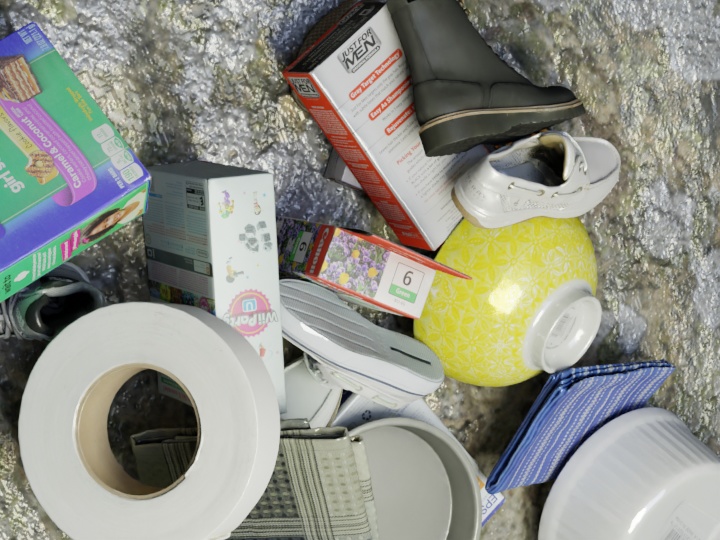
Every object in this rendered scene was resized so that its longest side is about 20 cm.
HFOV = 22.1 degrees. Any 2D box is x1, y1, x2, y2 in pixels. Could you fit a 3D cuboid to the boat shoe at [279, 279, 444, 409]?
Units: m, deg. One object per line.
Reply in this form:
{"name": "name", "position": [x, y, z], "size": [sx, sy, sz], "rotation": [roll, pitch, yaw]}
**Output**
{"name": "boat shoe", "position": [-0.016, 0.076, 1.603], "size": [0.199, 0.074, 0.067], "rotation": [29, 121, -32]}

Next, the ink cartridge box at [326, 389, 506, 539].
{"name": "ink cartridge box", "position": [0.010, 0.215, 1.712], "size": [0.200, 0.041, 0.200], "rotation": [-46, 115, -14]}

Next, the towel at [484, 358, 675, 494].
{"name": "towel", "position": [0.209, 0.148, 1.743], "size": [0.199, 0.024, 0.146], "rotation": [-2, 130, -50]}

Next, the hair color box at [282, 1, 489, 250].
{"name": "hair color box", "position": [0.032, -0.126, 1.624], "size": [0.101, 0.061, 0.201], "rotation": [-42, 114, -17]}

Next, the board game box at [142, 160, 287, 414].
{"name": "board game box", "position": [-0.125, 0.014, 1.558], "size": [0.064, 0.147, 0.202], "rotation": [-7, 101, -27]}

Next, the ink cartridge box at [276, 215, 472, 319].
{"name": "ink cartridge box", "position": [0.000, 0.000, 1.589], "size": [0.108, 0.200, 0.051], "rotation": [23, 85, -27]}

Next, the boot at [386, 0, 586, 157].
{"name": "boot", "position": [0.113, -0.182, 1.608], "size": [0.199, 0.077, 0.140], "rotation": [-12, 83, -51]}

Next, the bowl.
{"name": "bowl", "position": [0.155, 0.032, 1.678], "size": [0.199, 0.107, 0.202], "rotation": [-30, 138, -31]}

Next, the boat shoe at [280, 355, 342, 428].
{"name": "boat shoe", "position": [-0.088, 0.147, 1.624], "size": [0.075, 0.069, 0.200], "rotation": [37, 76, 18]}

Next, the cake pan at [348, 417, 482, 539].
{"name": "cake pan", "position": [0.017, 0.229, 1.673], "size": [0.198, 0.037, 0.203], "rotation": [-5, 100, -26]}

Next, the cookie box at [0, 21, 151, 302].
{"name": "cookie box", "position": [-0.294, -0.072, 1.458], "size": [0.199, 0.075, 0.172], "rotation": [-34, 76, -19]}

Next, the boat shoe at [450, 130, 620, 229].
{"name": "boat shoe", "position": [0.169, -0.089, 1.624], "size": [0.199, 0.070, 0.071], "rotation": [-19, 63, -42]}

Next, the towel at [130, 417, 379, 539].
{"name": "towel", "position": [-0.082, 0.197, 1.555], "size": [0.190, 0.035, 0.201], "rotation": [-2, 132, 10]}

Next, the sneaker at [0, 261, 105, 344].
{"name": "sneaker", "position": [-0.299, 0.032, 1.489], "size": [0.198, 0.115, 0.076], "rotation": [-13, 103, -25]}

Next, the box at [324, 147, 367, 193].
{"name": "box", "position": [0.061, -0.071, 1.702], "size": [0.199, 0.039, 0.042], "rotation": [20, 88, -27]}

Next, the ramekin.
{"name": "ramekin", "position": [0.277, 0.243, 1.783], "size": [0.199, 0.098, 0.202], "rotation": [-21, 127, -30]}

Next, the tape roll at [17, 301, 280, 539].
{"name": "tape roll", "position": [-0.165, 0.126, 1.458], "size": [0.200, 0.071, 0.205], "rotation": [0, 88, 12]}

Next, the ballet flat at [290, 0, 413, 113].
{"name": "ballet flat", "position": [0.011, -0.221, 1.653], "size": [0.200, 0.046, 0.067], "rotation": [-49, 114, -13]}

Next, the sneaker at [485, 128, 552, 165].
{"name": "sneaker", "position": [0.125, -0.133, 1.706], "size": [0.199, 0.077, 0.079], "rotation": [31, 84, -26]}
